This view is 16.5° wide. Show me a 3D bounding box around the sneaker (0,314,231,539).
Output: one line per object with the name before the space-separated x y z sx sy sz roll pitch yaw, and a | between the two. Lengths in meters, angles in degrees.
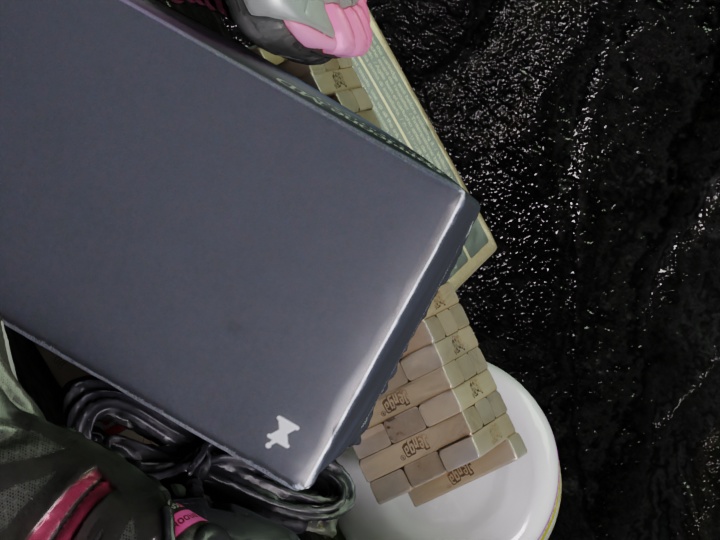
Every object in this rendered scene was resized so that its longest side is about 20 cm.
sneaker | -0.083 0.086 0.767 0.201 0.083 0.077 62 3 10

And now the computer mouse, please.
computer mouse | -0.049 0.136 0.920 0.138 0.053 0.201 21 34 -33

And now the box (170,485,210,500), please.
box | -0.048 0.051 1.270 0.102 0.112 0.200 62 3 11

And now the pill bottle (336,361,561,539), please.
pill bottle | 0.043 0.099 1.171 0.105 0.104 0.200 61 0 10

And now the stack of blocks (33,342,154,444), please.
stack of blocks | -0.100 -0.019 1.074 0.201 0.115 0.059 60 4 -11

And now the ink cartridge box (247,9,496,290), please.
ink cartridge box | -0.044 -0.044 1.421 0.075 0.199 0.165 -40 107 -42

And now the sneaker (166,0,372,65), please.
sneaker | -0.047 -0.117 0.921 0.200 0.095 0.080 -86 162 -73

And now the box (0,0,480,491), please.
box | -0.067 -0.025 0.913 0.199 0.124 0.198 29 3 3

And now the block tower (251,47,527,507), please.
block tower | 0.000 0.000 1.041 0.201 0.054 0.058 65 22 1
